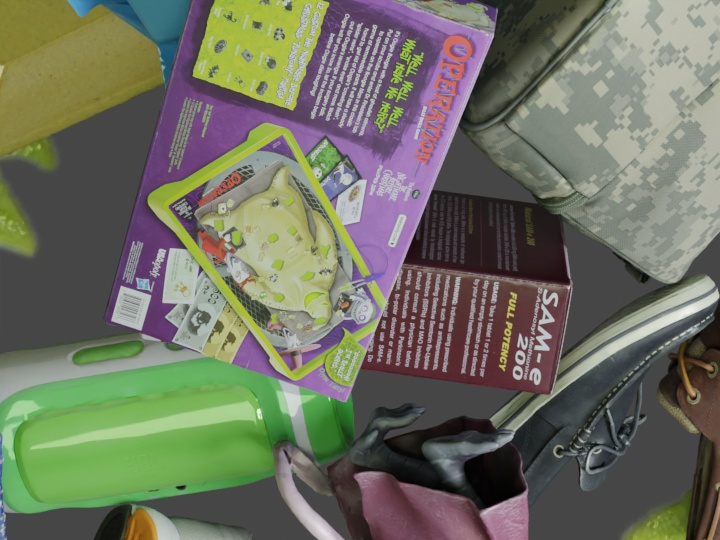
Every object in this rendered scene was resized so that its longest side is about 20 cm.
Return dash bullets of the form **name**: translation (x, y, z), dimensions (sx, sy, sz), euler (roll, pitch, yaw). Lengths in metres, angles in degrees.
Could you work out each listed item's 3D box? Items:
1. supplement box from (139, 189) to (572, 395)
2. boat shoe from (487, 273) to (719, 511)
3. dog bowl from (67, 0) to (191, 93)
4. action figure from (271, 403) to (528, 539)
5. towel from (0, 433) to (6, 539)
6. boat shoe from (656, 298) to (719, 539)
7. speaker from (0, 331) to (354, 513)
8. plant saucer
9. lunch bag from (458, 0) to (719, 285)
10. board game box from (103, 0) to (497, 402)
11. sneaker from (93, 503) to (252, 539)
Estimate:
- **supplement box**: translation (0.000, 0.000, 0.823), dimensions (0.198, 0.109, 0.062), euler (7, 112, 2)
- **boat shoe**: translation (0.111, 0.075, 0.850), dimensions (0.062, 0.074, 0.200), euler (49, 116, 8)
- **dog bowl**: translation (-0.053, -0.114, 0.733), dimensions (0.110, 0.050, 0.201), euler (-13, 137, 21)
- **action figure**: translation (0.047, 0.170, 0.785), dimensions (0.147, 0.134, 0.202), euler (-11, 104, 3)
- **towel**: translation (-0.244, 0.128, 0.874), dimensions (0.143, 0.024, 0.201), euler (19, 136, 10)
- **boat shoe**: translation (0.187, 0.062, 0.854), dimensions (0.071, 0.072, 0.202), euler (-3, 111, 7)
- **speaker**: translation (-0.106, 0.073, 0.867), dimensions (0.198, 0.089, 0.089), euler (-9, 107, 6)
- **plant saucer**: translation (-0.159, -0.159, 0.767), dimensions (0.198, 0.049, 0.200), euler (-19, 133, 26)
- **lunch bag**: translation (0.150, -0.102, 0.767), dimensions (0.167, 0.140, 0.200), euler (37, 110, -26)
- **board game box**: translation (-0.030, -0.041, 0.713), dimensions (0.119, 0.032, 0.201), euler (21, 125, -1)
- **sneaker**: translation (-0.119, 0.212, 0.921), dimensions (0.091, 0.076, 0.201), euler (9, 129, -33)
